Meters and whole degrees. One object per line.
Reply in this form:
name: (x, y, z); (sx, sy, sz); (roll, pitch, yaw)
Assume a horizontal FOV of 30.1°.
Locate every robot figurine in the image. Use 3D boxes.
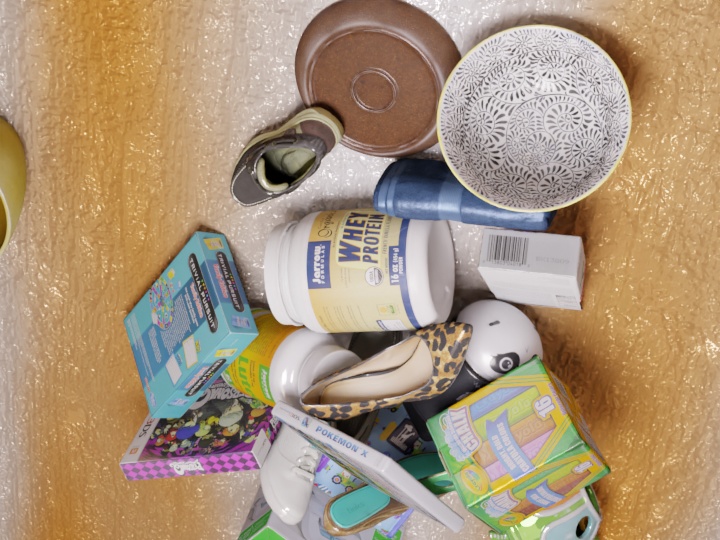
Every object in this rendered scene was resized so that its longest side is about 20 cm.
robot figurine: (0.135, 0.126, 1.626); (0.125, 0.150, 0.200); (38, 124, -2)

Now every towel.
towel: (0.120, -0.088, 1.491); (0.199, 0.112, 0.049); (7, 115, 14)

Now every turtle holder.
turtle holder: (0.247, 0.328, 1.735); (0.131, 0.141, 0.186); (-25, 106, 12)

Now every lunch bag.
lunch bag: (0.043, 0.228, 1.773); (0.150, 0.094, 0.200); (35, 115, -7)

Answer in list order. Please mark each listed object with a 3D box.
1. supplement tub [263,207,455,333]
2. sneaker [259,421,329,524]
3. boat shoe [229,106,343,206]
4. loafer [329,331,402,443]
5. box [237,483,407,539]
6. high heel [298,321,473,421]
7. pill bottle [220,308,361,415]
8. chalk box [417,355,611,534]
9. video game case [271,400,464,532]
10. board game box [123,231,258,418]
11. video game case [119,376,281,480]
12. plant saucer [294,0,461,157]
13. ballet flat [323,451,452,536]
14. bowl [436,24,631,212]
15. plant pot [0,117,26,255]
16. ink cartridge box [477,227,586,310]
supplement tub: (0.000, 0.000, 1.572); (0.199, 0.145, 0.145); (-3, 124, 19)
sneaker: (-0.072, 0.227, 1.724); (0.088, 0.201, 0.075); (-28, 130, 31)
boat shoe: (-0.098, -0.121, 1.549); (0.072, 0.066, 0.201); (45, 138, -14)
loafer: (0.006, 0.137, 1.679); (0.070, 0.070, 0.201); (15, 100, 9)
box: (-0.052, 0.363, 1.830); (0.200, 0.177, 0.097); (39, 127, -12)
high heel: (0.028, 0.114, 1.498); (0.142, 0.072, 0.200); (-1, 150, -40)
pill bottle: (-0.083, 0.118, 1.649); (0.200, 0.111, 0.111); (15, 138, 53)
chalk box: (0.163, 0.214, 1.543); (0.199, 0.124, 0.124); (-32, 147, 11)
video game case: (0.011, 0.229, 1.563); (0.182, 0.022, 0.200); (22, 165, 39)
board game box: (-0.218, 0.072, 1.696); (0.047, 0.152, 0.200); (5, 142, -41)
video game case: (-0.194, 0.197, 1.753); (0.199, 0.182, 0.036); (-8, 122, 23)
plant saucer: (0.017, -0.206, 1.491); (0.199, 0.035, 0.201); (9, 127, 12)
ballet flat: (0.036, 0.290, 1.709); (0.068, 0.199, 0.072); (58, 153, 16)
bowl: (0.186, -0.149, 1.418); (0.199, 0.094, 0.202); (-2, 79, 12)
plant pot: (-0.490, -0.121, 1.644); (0.199, 0.142, 0.201); (9, 127, 12)
ink cartridge box: (0.201, 0.001, 1.532); (0.108, 0.051, 0.200); (6, 170, 13)
